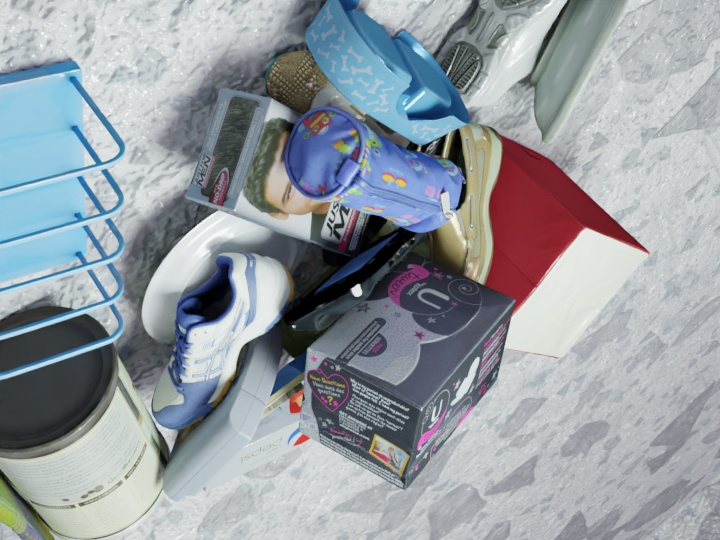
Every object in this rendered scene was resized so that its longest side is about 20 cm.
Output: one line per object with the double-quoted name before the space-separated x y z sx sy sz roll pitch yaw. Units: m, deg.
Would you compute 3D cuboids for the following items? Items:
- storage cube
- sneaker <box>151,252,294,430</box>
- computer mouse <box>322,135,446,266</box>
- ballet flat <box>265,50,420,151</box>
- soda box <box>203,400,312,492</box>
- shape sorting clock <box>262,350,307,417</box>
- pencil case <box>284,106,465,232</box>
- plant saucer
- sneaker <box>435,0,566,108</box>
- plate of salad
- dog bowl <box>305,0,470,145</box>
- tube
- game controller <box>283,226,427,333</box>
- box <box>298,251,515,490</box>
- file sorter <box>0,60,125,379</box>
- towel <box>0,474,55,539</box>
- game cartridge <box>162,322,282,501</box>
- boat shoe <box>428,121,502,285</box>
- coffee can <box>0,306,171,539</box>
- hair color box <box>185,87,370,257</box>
"storage cube" 0.187 -0.026 1.231 0.200 0.180 0.171 15 118 -50
"sneaker" -0.152 0.061 1.015 0.088 0.075 0.200 22 108 -48
"computer mouse" 0.026 -0.085 1.145 0.200 0.034 0.059 -47 157 -2
"ballet flat" -0.005 -0.148 1.002 0.200 0.065 0.071 13 117 -51
"soda box" -0.110 0.180 1.274 0.199 0.068 0.064 -23 146 -25
"shape sorting clock" -0.074 0.128 1.160 0.200 0.039 0.200 -39 175 -4
"pencil case" 0.019 -0.083 0.956 0.200 0.087 0.078 14 109 -57
"plant saucer" 0.216 -0.228 1.092 0.201 0.050 0.200 -63 178 -4
"sneaker" 0.154 -0.244 1.056 0.200 0.078 0.099 -50 155 26
"plate of salad" -0.132 -0.006 1.057 0.200 0.048 0.200 -34 154 -19
"dog bowl" 0.024 -0.177 0.964 0.050 0.112 0.200 -36 150 20
"tube" -0.013 0.015 1.192 0.200 0.052 0.058 -40 135 3
"game controller" 0.000 0.000 1.051 0.104 0.042 0.200 -39 -177 30
"box" 0.047 0.090 1.062 0.200 0.132 0.115 -41 148 -46
"file sorter" -0.260 -0.033 0.831 0.138 0.123 0.200 -19 141 -29
"towel" -0.335 0.225 1.035 0.023 0.144 0.200 -34 145 -16
"game cartridge" -0.134 0.127 1.090 0.041 0.200 0.133 33 117 -14
"boat shoe" 0.096 -0.057 1.132 0.076 0.071 0.201 3 92 -52
"coffee can" -0.271 0.150 1.008 0.146 0.146 0.200 -31 146 -14
"hair color box" -0.060 -0.083 0.972 0.200 0.060 0.099 20 88 -57
